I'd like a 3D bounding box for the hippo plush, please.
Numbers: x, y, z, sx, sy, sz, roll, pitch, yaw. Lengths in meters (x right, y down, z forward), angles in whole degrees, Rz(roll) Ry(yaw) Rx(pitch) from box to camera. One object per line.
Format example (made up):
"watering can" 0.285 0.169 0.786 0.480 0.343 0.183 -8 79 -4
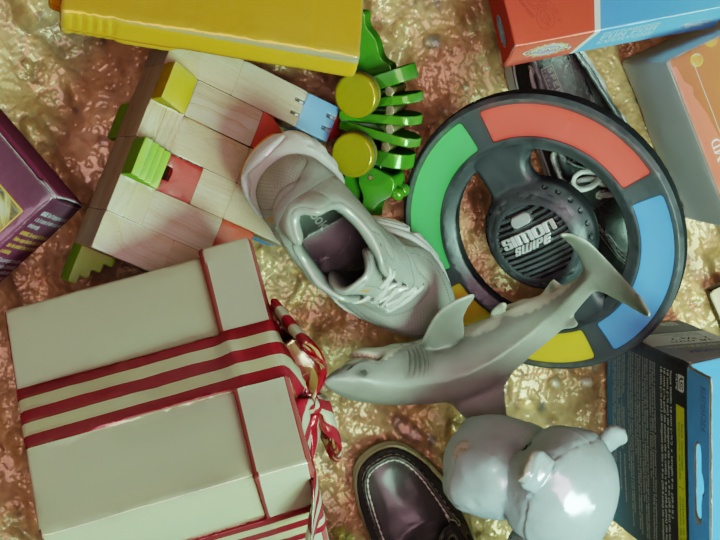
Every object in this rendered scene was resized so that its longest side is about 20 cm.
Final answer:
"hippo plush" 0.101 0.179 0.946 0.158 0.199 0.163 -21 116 -42

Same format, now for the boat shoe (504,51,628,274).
"boat shoe" 0.166 -0.077 1.060 0.073 0.068 0.201 -23 99 -5

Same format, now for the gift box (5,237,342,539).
"gift box" -0.102 0.119 0.960 0.184 0.185 0.202 -16 62 -5

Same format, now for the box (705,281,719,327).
"box" 0.364 0.071 1.132 0.162 0.021 0.202 -25 100 -5

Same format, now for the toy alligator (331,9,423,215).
"toy alligator" 0.014 -0.074 1.034 0.054 0.059 0.203 8 105 18

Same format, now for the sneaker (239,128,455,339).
"sneaker" 0.000 0.000 0.987 0.076 0.092 0.200 -42 128 12

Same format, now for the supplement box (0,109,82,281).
"supplement box" -0.297 -0.026 0.968 0.200 0.103 0.131 -41 89 -2

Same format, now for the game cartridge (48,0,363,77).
"game cartridge" -0.093 -0.218 0.982 0.197 0.033 0.178 7 64 -7

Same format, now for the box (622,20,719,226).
"box" 0.305 -0.130 1.061 0.198 0.097 0.126 -25 100 -5

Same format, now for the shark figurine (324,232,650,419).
"shark figurine" 0.097 0.060 1.010 0.213 0.128 0.090 -25 69 16

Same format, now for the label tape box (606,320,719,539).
"label tape box" 0.226 0.122 1.025 0.062 0.200 0.146 -3 97 -9

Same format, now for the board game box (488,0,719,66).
"board game box" 0.148 -0.250 1.021 0.151 0.040 0.203 -12 80 -7

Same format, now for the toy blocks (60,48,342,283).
"toy blocks" -0.097 -0.061 1.017 0.136 0.100 0.202 24 84 -23

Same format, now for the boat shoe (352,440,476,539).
"boat shoe" 0.059 0.215 1.079 0.071 0.066 0.203 -27 100 -4

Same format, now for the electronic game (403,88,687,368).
"electronic game" 0.122 -0.025 1.028 0.198 0.042 0.202 11 119 21
